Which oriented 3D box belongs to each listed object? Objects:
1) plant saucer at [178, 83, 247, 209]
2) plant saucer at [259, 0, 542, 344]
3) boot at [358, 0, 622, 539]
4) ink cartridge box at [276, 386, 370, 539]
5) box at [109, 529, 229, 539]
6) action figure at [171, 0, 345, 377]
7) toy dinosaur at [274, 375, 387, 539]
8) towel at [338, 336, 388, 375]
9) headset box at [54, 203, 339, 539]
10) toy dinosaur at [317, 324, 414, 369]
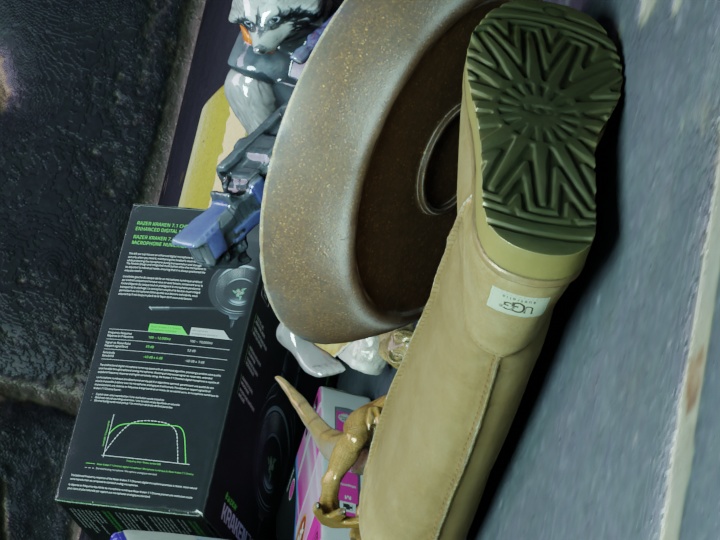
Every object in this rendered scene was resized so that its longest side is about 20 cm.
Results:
[{"bbox_3d":[-0.079,-0.024,1.687,0.200,0.048,0.201,41,-118,-71],"label":"plant saucer"},{"bbox_3d":[0.029,-0.054,1.107,0.200,0.034,0.201,-40,-36,-37],"label":"plant saucer"},{"bbox_3d":[0.048,0.008,1.081,0.176,0.066,0.201,-76,3,-46],"label":"boot"},{"bbox_3d":[-0.019,0.154,1.351,0.200,0.037,0.095,-96,22,-61],"label":"ink cartridge box"},{"bbox_3d":[-0.082,0.257,1.237,0.184,0.104,0.201,-130,53,-65],"label":"box"},{"bbox_3d":[-0.033,-0.051,1.141,0.200,0.104,0.195,-38,-47,-35],"label":"action figure"},{"bbox_3d":[0.007,0.085,1.233,0.200,0.060,0.107,-34,35,59],"label":"toy dinosaur"},{"bbox_3d":[0.011,-0.032,1.455,0.200,0.034,0.133,-107,32,-73],"label":"towel"},{"bbox_3d":[-0.087,0.078,1.475,0.174,0.092,0.201,64,-145,-59],"label":"headset box"},{"bbox_3d":[0.000,0.000,1.310,0.102,0.058,0.200,-59,23,-3],"label":"toy dinosaur"}]
